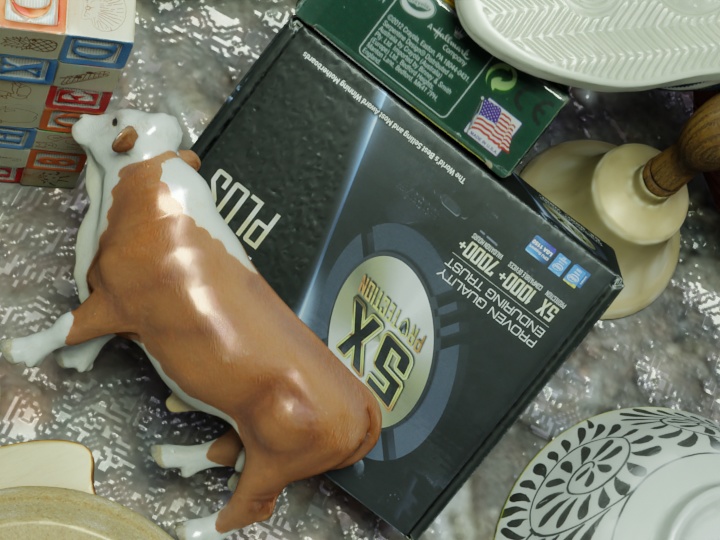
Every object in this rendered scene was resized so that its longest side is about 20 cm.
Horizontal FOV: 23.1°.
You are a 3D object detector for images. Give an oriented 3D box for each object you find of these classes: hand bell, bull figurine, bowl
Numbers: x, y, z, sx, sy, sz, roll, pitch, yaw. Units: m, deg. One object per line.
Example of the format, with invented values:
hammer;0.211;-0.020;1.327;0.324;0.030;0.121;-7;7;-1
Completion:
hand bell;0.157;-0.049;0.892;0.103;0.200;0.105;4;74;-15
bull figurine;-0.081;0.025;0.791;0.121;0.065;0.200;-40;93;16
bowl;0.175;0.159;0.894;0.199;0.094;0.202;4;74;-16

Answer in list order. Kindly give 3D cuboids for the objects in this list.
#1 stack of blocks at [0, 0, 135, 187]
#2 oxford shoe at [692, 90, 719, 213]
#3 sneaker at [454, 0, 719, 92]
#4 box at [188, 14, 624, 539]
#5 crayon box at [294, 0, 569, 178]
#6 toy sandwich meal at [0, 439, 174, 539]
stack of blocks;-0.174;-0.099;0.809;0.114;0.200;0.059;5;73;-16
oxford shoe;0.215;-0.087;0.931;0.074;0.071;0.201;-16;124;1
sneaker;0.125;-0.114;0.818;0.199;0.084;0.076;3;87;-22
box;0.000;0.000;0.854;0.200;0.086;0.164;39;102;-3
crayon box;0.041;-0.120;0.886;0.127;0.200;0.051;37;104;-4
toy sandwich meal;-0.150;0.183;0.791;0.204;0.070;0.207;0;87;-6
